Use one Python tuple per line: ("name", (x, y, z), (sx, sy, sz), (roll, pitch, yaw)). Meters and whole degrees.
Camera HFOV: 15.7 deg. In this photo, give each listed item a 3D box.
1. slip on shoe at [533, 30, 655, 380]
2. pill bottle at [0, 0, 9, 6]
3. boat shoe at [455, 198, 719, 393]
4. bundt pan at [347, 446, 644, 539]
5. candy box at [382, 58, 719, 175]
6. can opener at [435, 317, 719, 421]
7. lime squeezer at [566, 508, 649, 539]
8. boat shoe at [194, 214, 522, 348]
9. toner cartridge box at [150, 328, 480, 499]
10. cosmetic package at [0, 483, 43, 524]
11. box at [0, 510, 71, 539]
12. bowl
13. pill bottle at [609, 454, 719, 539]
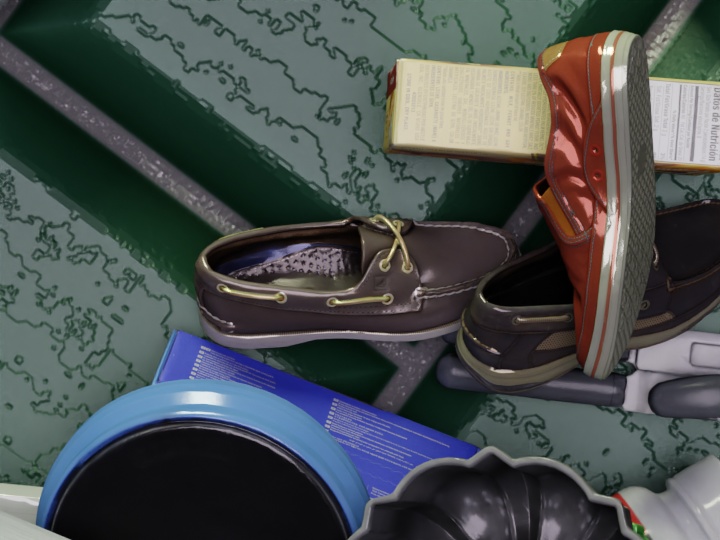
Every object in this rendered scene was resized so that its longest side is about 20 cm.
("slip on shoe", (0.129, -0.037, 1.463), (0.061, 0.074, 0.201), (4, 110, 20))
("pill bottle", (-0.172, -0.238, 1.527), (0.200, 0.114, 0.115), (-34, 92, -2))
("boat shoe", (0.148, 0.005, 1.538), (0.199, 0.073, 0.075), (-27, 57, -21))
("bundt pan", (0.084, 0.198, 1.439), (0.201, 0.076, 0.203), (-1, 88, 20))
("candy box", (0.115, -0.089, 1.541), (0.199, 0.115, 0.056), (3, 91, -3))
("can opener", (0.147, 0.057, 1.567), (0.199, 0.067, 0.054), (6, 89, -3))
("lime squeezer", (0.135, 0.166, 1.485), (0.200, 0.038, 0.071), (50, 116, 17))
("boat shoe", (0.000, 0.000, 1.554), (0.199, 0.060, 0.072), (-6, 54, -1))
("toner cartridge box", (-0.036, 0.115, 1.547), (0.199, 0.043, 0.095), (22, 46, -2))
("cosmetic package", (-0.170, 0.173, 1.561), (0.199, 0.051, 0.083), (6, 95, -2))
("box", (-0.187, 0.230, 1.487), (0.158, 0.200, 0.048), (22, 45, 10))
("bowl", (-0.090, 0.162, 1.493), (0.200, 0.039, 0.202), (2, 109, 5))
("pill bottle", (0.148, 0.199, 1.545), (0.200, 0.114, 0.114), (-31, 92, -2))
